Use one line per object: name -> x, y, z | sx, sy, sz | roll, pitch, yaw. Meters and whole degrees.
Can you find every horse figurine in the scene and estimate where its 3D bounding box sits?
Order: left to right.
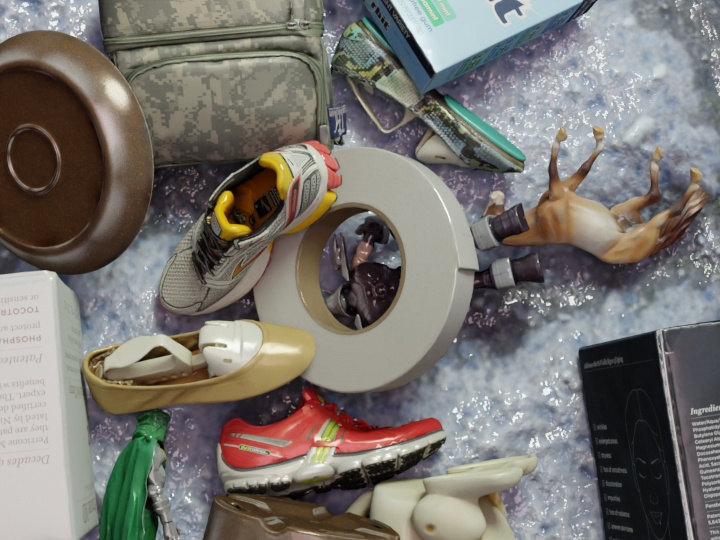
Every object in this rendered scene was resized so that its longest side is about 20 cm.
horse figurine -> 0.212, -0.055, 1.104 | 0.197, 0.050, 0.134 | 13, 123, -15

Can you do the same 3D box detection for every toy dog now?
toy dog -> 0.080, 0.266, 1.026 | 0.191, 0.140, 0.203 | -11, 84, 6

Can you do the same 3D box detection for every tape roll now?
tape roll -> 0.000, 0.000, 1.042 | 0.200, 0.037, 0.206 | -3, 84, 31

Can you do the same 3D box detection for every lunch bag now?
lunch bag -> -0.116, -0.173, 1.063 | 0.197, 0.139, 0.170 | -5, 100, -6

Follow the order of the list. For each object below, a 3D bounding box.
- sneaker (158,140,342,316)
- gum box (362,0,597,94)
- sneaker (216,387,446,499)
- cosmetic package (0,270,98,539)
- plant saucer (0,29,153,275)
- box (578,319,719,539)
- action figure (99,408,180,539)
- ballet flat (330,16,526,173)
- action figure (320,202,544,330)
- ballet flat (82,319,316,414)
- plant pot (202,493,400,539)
sneaker -> -0.107, -0.036, 1.037 | 0.200, 0.082, 0.078 | -45, 71, 26
gum box -> 0.092, -0.270, 1.108 | 0.199, 0.045, 0.171 | -29, 82, -24
sneaker -> -0.024, 0.138, 1.063 | 0.197, 0.077, 0.086 | -7, 68, -12
cosmetic package -> -0.301, 0.116, 0.985 | 0.164, 0.167, 0.203 | -6, 84, -7
plant saucer -> -0.259, -0.092, 1.027 | 0.198, 0.032, 0.203 | 6, 105, 25
box -> 0.274, 0.146, 1.027 | 0.122, 0.200, 0.200 | -8, 84, -9
action figure -> -0.183, 0.212, 1.030 | 0.054, 0.118, 0.203 | 14, 72, -27
ballet flat -> 0.055, -0.137, 1.115 | 0.200, 0.074, 0.074 | 41, 80, 2
action figure -> 0.055, 0.008, 1.086 | 0.197, 0.069, 0.132 | -17, 96, 9
ballet flat -> -0.136, 0.075, 1.028 | 0.197, 0.063, 0.069 | -14, 47, 12
plant pot -> -0.059, 0.285, 0.966 | 0.197, 0.200, 0.201 | 11, 86, -5
